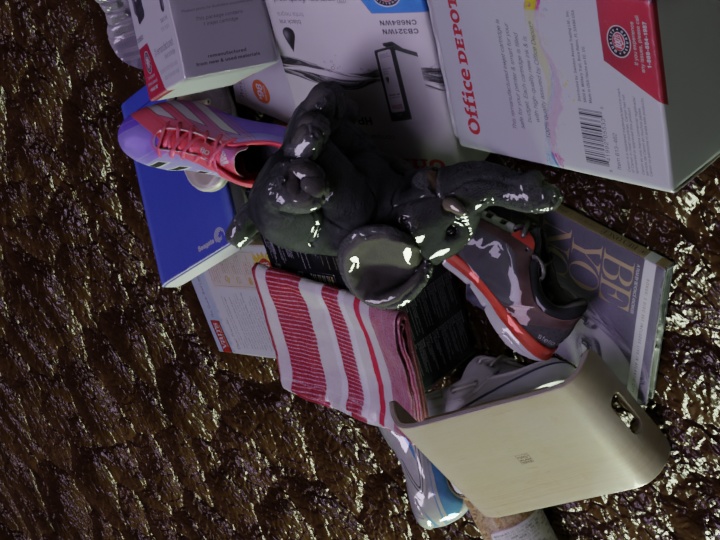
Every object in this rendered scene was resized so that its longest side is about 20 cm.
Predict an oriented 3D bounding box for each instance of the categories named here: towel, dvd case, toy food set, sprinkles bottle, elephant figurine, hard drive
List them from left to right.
[{"bbox_3d":[-0.176,-0.100,1.483,0.132,0.025,0.201,-28,70,42],"label":"hard drive"},{"bbox_3d":[-0.021,0.076,1.381,0.200,0.023,0.145,18,131,43],"label":"towel"},{"bbox_3d":[0.023,-0.043,1.139,0.199,0.142,0.155,28,172,-11],"label":"elephant figurine"},{"bbox_3d":[0.153,0.258,1.431,0.068,0.068,0.201,-13,108,55],"label":"sprinkles bottle"},{"bbox_3d":[0.143,0.136,1.271,0.199,0.061,0.144,-19,129,31],"label":"toy food set"},{"bbox_3d":[0.169,0.011,1.248,0.200,0.016,0.149,31,139,33],"label":"dvd case"}]

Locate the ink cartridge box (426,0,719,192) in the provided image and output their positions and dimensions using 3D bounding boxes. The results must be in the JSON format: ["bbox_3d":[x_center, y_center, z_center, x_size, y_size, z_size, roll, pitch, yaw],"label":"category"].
[{"bbox_3d":[0.155,-0.153,1.062,0.200,0.083,0.146,18,133,43],"label":"ink cartridge box"}]

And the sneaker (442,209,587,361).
[{"bbox_3d":[0.116,-0.024,1.229,0.082,0.077,0.200,-44,81,30],"label":"sneaker"}]

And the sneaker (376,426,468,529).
[{"bbox_3d":[0.054,0.157,1.488,0.072,0.072,0.201,99,147,-83],"label":"sneaker"}]

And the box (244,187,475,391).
[{"bbox_3d":[0.000,0.000,1.387,0.163,0.086,0.201,9,125,48],"label":"box"}]

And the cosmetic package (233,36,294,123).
[{"bbox_3d":[-0.060,-0.224,1.307,0.151,0.052,0.201,27,137,40],"label":"cosmetic package"}]

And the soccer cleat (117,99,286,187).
[{"bbox_3d":[-0.131,-0.110,1.336,0.199,0.076,0.067,11,107,12],"label":"soccer cleat"}]

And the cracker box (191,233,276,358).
[{"bbox_3d":[-0.097,0.021,1.554,0.200,0.058,0.134,3,119,50],"label":"cracker box"}]

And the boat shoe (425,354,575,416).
[{"bbox_3d":[0.120,0.109,1.353,0.200,0.072,0.066,-38,56,52],"label":"boat shoe"}]

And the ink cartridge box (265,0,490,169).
[{"bbox_3d":[0.018,-0.172,1.179,0.145,0.084,0.201,4,126,29],"label":"ink cartridge box"}]

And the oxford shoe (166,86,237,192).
[{"bbox_3d":[-0.159,-0.173,1.398,0.075,0.058,0.201,-6,89,29],"label":"oxford shoe"}]

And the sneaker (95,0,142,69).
[{"bbox_3d":[-0.226,-0.288,1.447,0.200,0.077,0.112,69,-173,-59],"label":"sneaker"}]

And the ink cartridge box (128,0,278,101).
[{"bbox_3d":[-0.143,-0.252,1.216,0.145,0.083,0.201,177,80,-71],"label":"ink cartridge box"}]

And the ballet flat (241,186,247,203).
[{"bbox_3d":[-0.137,-0.068,1.513,0.200,0.075,0.068,13,131,45],"label":"ballet flat"}]
